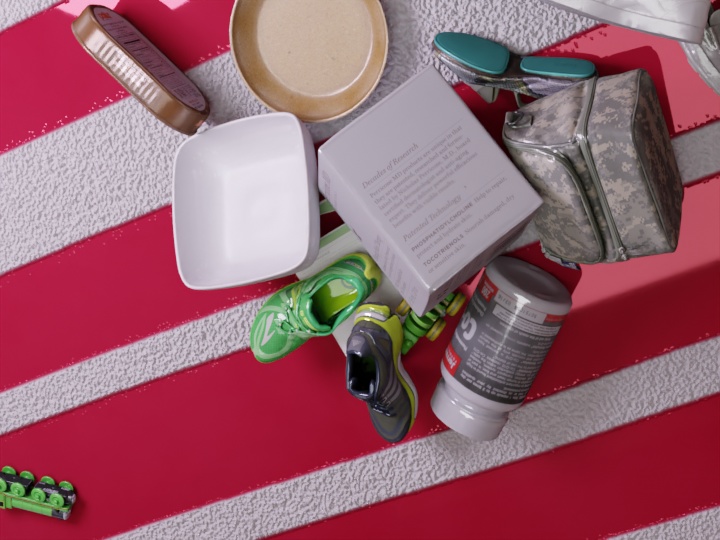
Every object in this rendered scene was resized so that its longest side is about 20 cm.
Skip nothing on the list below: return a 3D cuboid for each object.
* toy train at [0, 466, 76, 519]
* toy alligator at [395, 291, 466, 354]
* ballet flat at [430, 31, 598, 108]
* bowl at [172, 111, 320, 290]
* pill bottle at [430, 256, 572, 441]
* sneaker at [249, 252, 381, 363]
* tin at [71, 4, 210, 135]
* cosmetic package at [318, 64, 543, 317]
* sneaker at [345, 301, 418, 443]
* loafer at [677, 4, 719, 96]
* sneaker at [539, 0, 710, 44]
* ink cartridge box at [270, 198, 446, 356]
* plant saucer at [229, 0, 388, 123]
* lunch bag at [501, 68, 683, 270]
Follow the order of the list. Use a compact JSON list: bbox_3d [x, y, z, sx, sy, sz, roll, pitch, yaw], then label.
[{"bbox_3d":[-0.492,0.309,1.980,0.197,0.042,0.057,13,119,11],"label":"toy train"},{"bbox_3d":[0.067,0.065,1.696,0.059,0.054,0.201,37,112,-1],"label":"toy alligator"},{"bbox_3d":[0.173,-0.220,1.622,0.197,0.072,0.073,14,110,12],"label":"ballet flat"},{"bbox_3d":[-0.130,-0.079,1.707,0.197,0.074,0.203,-11,77,27],"label":"bowl"},{"bbox_3d":[0.165,0.096,1.694,0.113,0.114,0.202,26,111,6],"label":"pill bottle"},{"bbox_3d":[-0.065,0.048,1.707,0.199,0.084,0.074,-37,97,23],"label":"sneaker"},{"bbox_3d":[-0.264,-0.246,1.707,0.200,0.112,0.042,44,103,-2],"label":"tin"},{"bbox_3d":[0.074,-0.086,1.588,0.166,0.167,0.201,-38,82,-8],"label":"cosmetic package"},{"bbox_3d":[0.016,0.136,1.693,0.073,0.081,0.202,7,131,29],"label":"sneaker"},{"bbox_3d":[0.384,-0.265,1.547,0.070,0.070,0.201,-37,94,30],"label":"loafer"},{"bbox_3d":[0.283,-0.321,1.504,0.197,0.074,0.117,14,100,4],"label":"sneaker"},{"bbox_3d":[0.000,0.000,1.744,0.144,0.048,0.201,-29,97,21],"label":"ink cartridge box"},{"bbox_3d":[-0.058,-0.279,1.680,0.197,0.035,0.203,5,108,14],"label":"plant saucer"},{"bbox_3d":[0.260,-0.106,1.576,0.166,0.140,0.201,-7,129,27],"label":"lunch bag"}]
